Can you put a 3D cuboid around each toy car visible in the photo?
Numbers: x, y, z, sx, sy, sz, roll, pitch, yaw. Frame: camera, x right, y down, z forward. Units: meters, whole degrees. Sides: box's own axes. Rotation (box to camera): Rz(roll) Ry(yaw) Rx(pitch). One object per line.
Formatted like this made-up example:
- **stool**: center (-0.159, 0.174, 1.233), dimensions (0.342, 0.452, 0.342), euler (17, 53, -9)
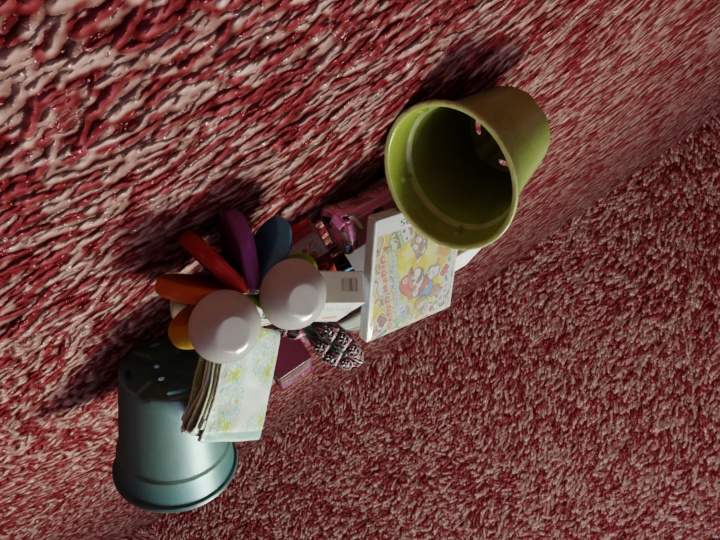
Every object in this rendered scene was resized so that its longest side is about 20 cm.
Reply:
- **toy car**: center (-0.148, 0.005, 0.842), dimensions (0.198, 0.152, 0.174), euler (-25, -160, -21)

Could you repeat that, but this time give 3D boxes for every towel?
- **towel**: center (-0.181, 0.162, 1.039), dimensions (0.200, 0.047, 0.174), euler (33, 69, -69)

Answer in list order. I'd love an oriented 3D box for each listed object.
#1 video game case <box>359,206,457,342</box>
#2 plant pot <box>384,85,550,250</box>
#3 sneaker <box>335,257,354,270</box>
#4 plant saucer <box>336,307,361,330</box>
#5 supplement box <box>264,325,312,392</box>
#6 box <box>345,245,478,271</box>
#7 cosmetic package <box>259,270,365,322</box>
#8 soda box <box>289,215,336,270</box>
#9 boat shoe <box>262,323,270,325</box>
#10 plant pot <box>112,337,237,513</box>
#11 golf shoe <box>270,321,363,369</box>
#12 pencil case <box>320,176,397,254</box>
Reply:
- **video game case**: center (0.078, -0.008, 1.057), dimensions (0.180, 0.023, 0.203), euler (-19, 127, -35)
- **plant pot**: center (0.162, -0.160, 0.961), dimensions (0.184, 0.201, 0.201), euler (-39, 174, -42)
- **sneaker**: center (0.000, 0.000, 1.256), dimensions (0.200, 0.074, 0.082), euler (-44, -166, -21)
- **plant saucer**: center (0.004, 0.080, 1.525), dimensions (0.198, 0.051, 0.200), euler (-28, -166, 8)
- **supplement box**: center (-0.166, 0.184, 1.526), dimensions (0.085, 0.111, 0.200), euler (-31, 167, -12)
- **box**: center (0.086, -0.052, 1.191), dimensions (0.198, 0.154, 0.107), euler (-27, 166, -26)
- **cosmetic package**: center (-0.108, 0.040, 1.037), dimensions (0.196, 0.053, 0.151), euler (0, 168, -17)
- **soda box**: center (-0.082, -0.015, 1.104), dimensions (0.069, 0.064, 0.200), euler (-31, 168, -5)
- **boat shoe**: center (-0.199, 0.073, 1.186), dimensions (0.199, 0.057, 0.068), euler (-32, 133, -27)
- **plant pot**: center (-0.291, 0.226, 1.092), dimensions (0.199, 0.199, 0.199), euler (-23, 130, -39)
- **golf shoe**: center (-0.078, 0.115, 1.338), dimensions (0.073, 0.198, 0.092), euler (-57, -176, 12)
- **pencil case**: center (0.039, -0.103, 1.054), dimensions (0.198, 0.086, 0.084), euler (-30, 128, -18)
